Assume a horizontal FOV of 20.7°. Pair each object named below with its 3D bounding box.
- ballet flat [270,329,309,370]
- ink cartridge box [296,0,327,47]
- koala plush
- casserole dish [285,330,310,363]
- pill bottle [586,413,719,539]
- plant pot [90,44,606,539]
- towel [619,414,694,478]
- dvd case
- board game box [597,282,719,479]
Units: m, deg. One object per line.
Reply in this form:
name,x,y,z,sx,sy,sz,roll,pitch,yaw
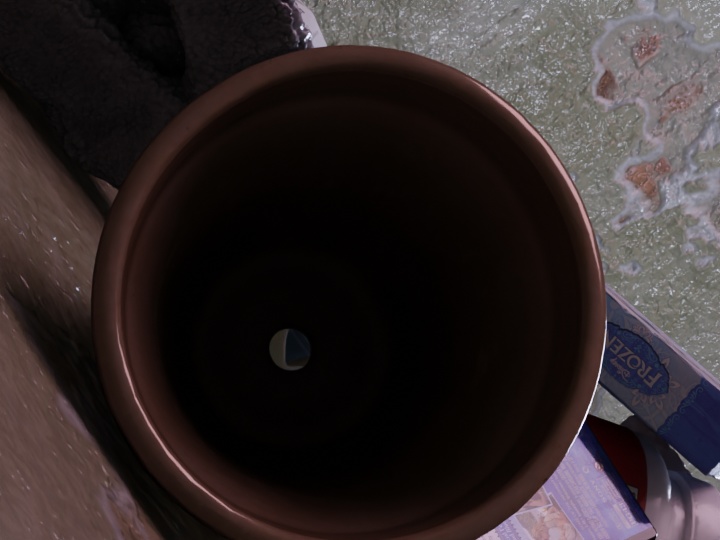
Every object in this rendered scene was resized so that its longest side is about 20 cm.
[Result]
ballet flat,-0.047,0.016,1.084,0.199,0.067,0.071,16,74,-41
ink cartridge box,-0.114,-0.190,1.369,0.159,0.047,0.201,7,-46,35
koala plush,-0.096,-0.149,1.076,0.184,0.177,0.200,60,14,-24
casserole dish,-0.060,0.025,1.183,0.200,0.039,0.121,54,3,-1
pill bottle,0.093,0.126,1.063,0.199,0.113,0.112,20,17,-19
plant pot,-0.017,0.026,0.818,0.201,0.200,0.175,55,-15,2
towel,0.159,0.219,1.157,0.032,0.191,0.200,9,38,-43
dvd case,0.041,0.101,0.954,0.199,0.018,0.143,-16,66,-41
board game box,0.143,0.039,1.112,0.199,0.043,0.200,43,5,17
